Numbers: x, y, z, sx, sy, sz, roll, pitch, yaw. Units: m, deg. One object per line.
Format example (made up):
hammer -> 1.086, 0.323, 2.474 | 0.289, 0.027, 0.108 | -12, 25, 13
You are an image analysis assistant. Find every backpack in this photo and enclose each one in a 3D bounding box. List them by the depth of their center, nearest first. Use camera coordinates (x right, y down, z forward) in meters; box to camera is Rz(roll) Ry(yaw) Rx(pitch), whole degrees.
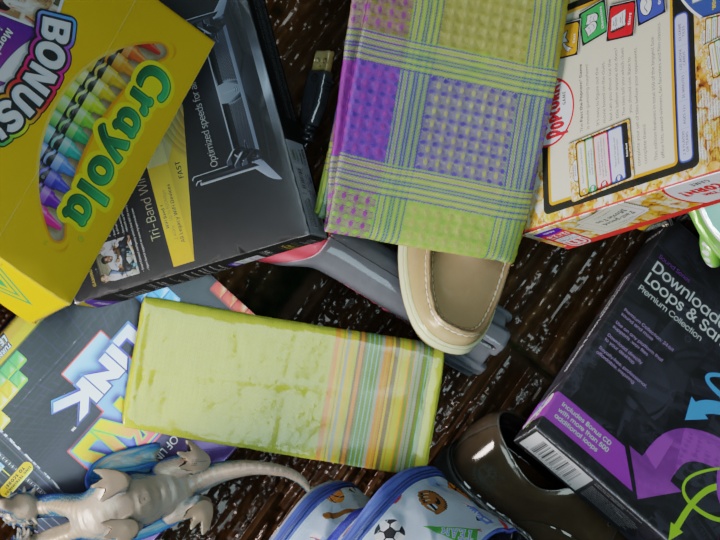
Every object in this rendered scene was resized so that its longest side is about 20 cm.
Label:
backpack -> 0.011, 0.213, 1.680 | 0.154, 0.200, 0.191 | 42, 95, 11

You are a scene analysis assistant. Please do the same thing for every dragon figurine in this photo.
dragon figurine -> -0.137, 0.140, 1.667 | 0.200, 0.099, 0.059 | -16, 92, -26

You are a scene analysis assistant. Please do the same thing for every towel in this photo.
towel -> 0.052, -0.112, 1.651 | 0.143, 0.023, 0.201 | 10, 87, -20
towel -> -0.048, 0.074, 1.700 | 0.200, 0.018, 0.086 | 10, 91, -11

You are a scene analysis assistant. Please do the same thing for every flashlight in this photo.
flashlight -> 0.000, 0.000, 1.738 | 0.200, 0.068, 0.068 | 31, 122, -11

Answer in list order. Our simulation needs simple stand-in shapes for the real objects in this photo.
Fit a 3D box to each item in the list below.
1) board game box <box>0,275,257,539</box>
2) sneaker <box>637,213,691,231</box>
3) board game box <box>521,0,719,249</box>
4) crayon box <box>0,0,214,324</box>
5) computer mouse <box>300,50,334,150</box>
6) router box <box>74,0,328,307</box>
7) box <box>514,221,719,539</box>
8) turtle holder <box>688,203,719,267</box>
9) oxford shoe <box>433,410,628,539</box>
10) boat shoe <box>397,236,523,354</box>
board game box -> -0.159, 0.079, 1.720 | 0.165, 0.057, 0.200 | 42, 86, -5
sneaker -> 0.210, -0.057, 1.751 | 0.200, 0.078, 0.082 | 12, 69, 1
board game box -> 0.181, -0.110, 1.636 | 0.046, 0.200, 0.152 | 14, 69, -39
crayon box -> -0.202, -0.099, 1.536 | 0.172, 0.058, 0.200 | 35, 61, -16
computer mouse -> -0.084, -0.158, 1.700 | 0.140, 0.046, 0.200 | 7, 77, 8
router box -> -0.122, -0.093, 1.657 | 0.157, 0.052, 0.200 | -16, 84, 11
box -> 0.205, 0.081, 1.736 | 0.143, 0.036, 0.200 | 40, 56, -7
turtle holder -> 0.277, -0.083, 1.659 | 0.141, 0.132, 0.186 | 16, 84, -7
oxford shoe -> 0.149, 0.161, 1.739 | 0.200, 0.073, 0.084 | 32, 129, -10
boat shoe -> 0.073, -0.046, 1.707 | 0.074, 0.066, 0.200 | 17, 64, -18
